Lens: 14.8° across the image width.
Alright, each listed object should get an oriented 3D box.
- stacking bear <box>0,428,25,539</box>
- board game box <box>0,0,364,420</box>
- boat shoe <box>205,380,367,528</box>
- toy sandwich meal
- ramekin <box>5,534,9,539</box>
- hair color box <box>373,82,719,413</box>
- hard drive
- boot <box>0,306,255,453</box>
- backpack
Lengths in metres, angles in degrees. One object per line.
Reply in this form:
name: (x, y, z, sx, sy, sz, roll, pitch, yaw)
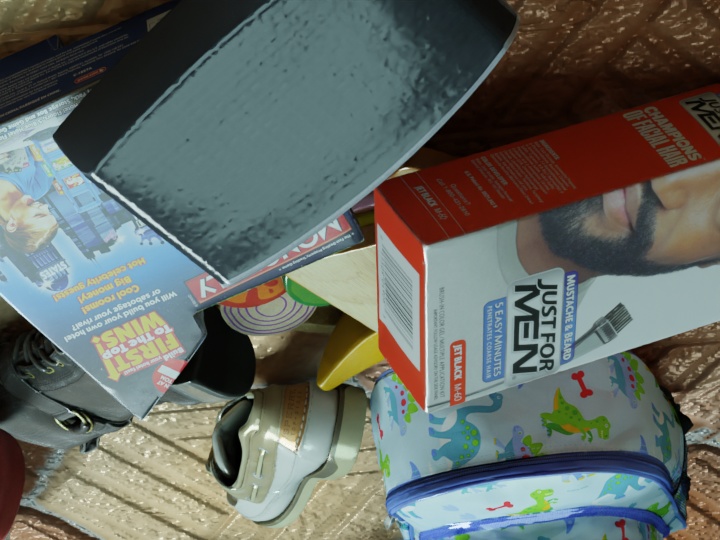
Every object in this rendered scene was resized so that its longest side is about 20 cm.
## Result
stacking bear: (-0.291, 0.072, 1.543, 0.121, 0.114, 0.200, -22, 124, 31)
board game box: (-0.111, -0.028, 1.402, 0.200, 0.062, 0.200, -22, 127, 8)
boat shoe: (-0.055, 0.102, 1.647, 0.068, 0.075, 0.200, 12, 158, -13)
toy sandwich meal: (0.000, 0.000, 1.499, 0.205, 0.070, 0.205, -2, 148, -1)
ramekin: (-0.309, 0.181, 1.706, 0.200, 0.098, 0.200, 4, 162, 1)
hair color box: (0.110, -0.012, 1.406, 0.200, 0.064, 0.111, -18, 131, -18)
hard drive: (-0.032, -0.084, 1.310, 0.200, 0.042, 0.135, -40, 123, 16)
boot: (-0.176, 0.046, 1.571, 0.174, 0.069, 0.200, -18, 139, 37)
backpack: (0.100, 0.122, 1.604, 0.183, 0.147, 0.200, -9, 159, 9)
